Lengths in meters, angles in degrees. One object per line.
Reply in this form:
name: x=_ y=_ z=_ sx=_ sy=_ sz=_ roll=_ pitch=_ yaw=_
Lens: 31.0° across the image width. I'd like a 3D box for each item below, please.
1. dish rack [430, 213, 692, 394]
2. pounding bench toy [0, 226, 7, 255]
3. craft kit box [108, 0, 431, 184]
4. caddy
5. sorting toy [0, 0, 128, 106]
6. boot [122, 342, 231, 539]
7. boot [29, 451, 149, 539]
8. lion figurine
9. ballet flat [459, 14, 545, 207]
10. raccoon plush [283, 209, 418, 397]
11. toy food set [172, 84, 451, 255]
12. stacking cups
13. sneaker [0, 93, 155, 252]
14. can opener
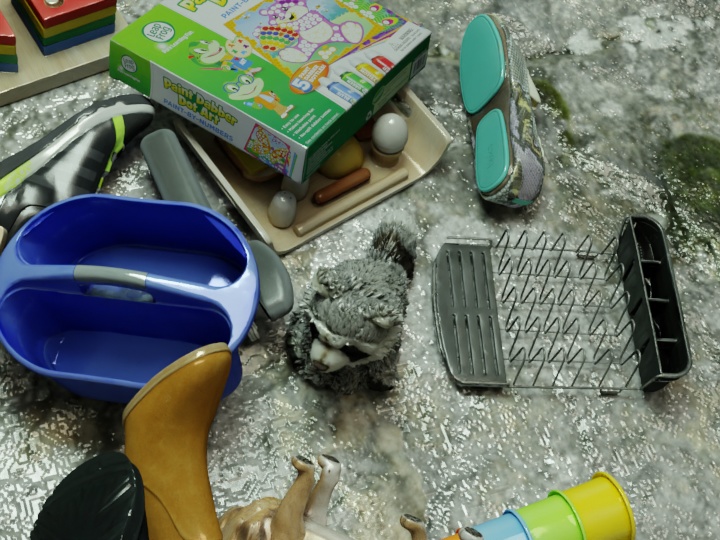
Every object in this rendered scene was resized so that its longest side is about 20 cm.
dish rack: x=0.158 y=0.028 z=1.062 sx=0.199 sy=0.055 sz=0.154 roll=2 pitch=57 yaw=-10
pounding bench toy: x=-0.326 y=-0.032 z=0.895 sx=0.124 sy=0.156 sz=0.201 roll=17 pitch=83 yaw=-1
craft kit box: x=-0.073 y=-0.183 z=1.094 sx=0.197 sy=0.049 sz=0.200 roll=27 pitch=48 yaw=17
caddy: x=-0.165 y=0.021 z=0.938 sx=0.199 sy=0.105 sz=0.142 roll=6 pitch=69 yaw=11
sorting toy: x=-0.324 y=-0.246 z=1.126 sx=0.198 sy=0.070 sz=0.200 roll=-24 pitch=66 yaw=-24
boot: x=-0.109 y=0.159 z=0.850 sx=0.071 sy=0.201 sz=0.144 roll=-5 pitch=50 yaw=-48
boot: x=-0.124 y=0.225 z=0.769 sx=0.073 sy=0.163 sz=0.199 roll=-26 pitch=34 yaw=8
lion figurine: x=-0.013 y=0.201 z=0.870 sx=0.199 sy=0.072 sz=0.123 roll=25 pitch=96 yaw=22
ballet flat: x=0.130 y=-0.139 z=1.164 sx=0.072 sy=0.072 sz=0.201 roll=3 pitch=58 yaw=-9
raccoon plush: x=0.000 y=0.000 z=0.997 sx=0.096 sy=0.134 sz=0.201 roll=11 pitch=57 yaw=-3
toy food set: x=-0.040 y=-0.115 z=1.107 sx=0.199 sy=0.061 sz=0.144 roll=-29 pitch=68 yaw=-27
stacking cups: x=0.100 y=0.204 z=0.934 sx=0.199 sy=0.061 sz=0.061 roll=-16 pitch=63 yaw=-20
sneaker: x=-0.236 y=-0.065 z=1.044 sx=0.200 sy=0.072 sz=0.083 roll=-38 pitch=92 yaw=-27
can opener: x=-0.116 y=-0.030 z=1.041 sx=0.066 sy=0.053 sz=0.200 roll=-29 pitch=65 yaw=-6
